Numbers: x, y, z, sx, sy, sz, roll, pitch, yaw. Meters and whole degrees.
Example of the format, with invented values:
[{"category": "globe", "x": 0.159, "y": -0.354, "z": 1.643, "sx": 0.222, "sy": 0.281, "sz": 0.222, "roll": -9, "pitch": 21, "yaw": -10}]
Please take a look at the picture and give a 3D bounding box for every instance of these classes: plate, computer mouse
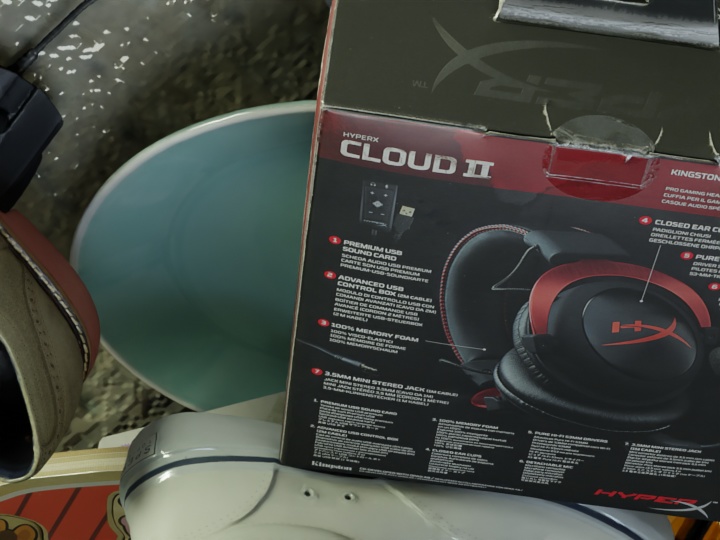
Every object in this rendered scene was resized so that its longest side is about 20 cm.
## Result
[{"category": "plate", "x": 0.000, "y": 0.000, "z": 0.726, "sx": 0.199, "sy": 0.026, "sz": 0.201, "roll": 3, "pitch": 145, "yaw": 2}, {"category": "computer mouse", "x": -0.099, "y": -0.062, "z": 0.664, "sx": 0.200, "sy": 0.034, "sz": 0.058, "roll": -41, "pitch": 127, "yaw": 22}]

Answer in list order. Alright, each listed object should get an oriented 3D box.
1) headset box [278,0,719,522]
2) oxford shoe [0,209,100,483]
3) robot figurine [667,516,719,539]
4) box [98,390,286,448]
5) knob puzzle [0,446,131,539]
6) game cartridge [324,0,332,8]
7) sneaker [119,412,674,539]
[{"category": "headset box", "x": 0.057, "y": -0.015, "z": 0.611, "sx": 0.147, "sy": 0.075, "sz": 0.201, "roll": 7, "pitch": 144, "yaw": 0}, {"category": "oxford shoe", "x": -0.153, "y": -0.017, "z": 0.625, "sx": 0.070, "sy": 0.075, "sz": 0.200, "roll": -39, "pitch": 113, "yaw": 19}, {"category": "robot figurine", "x": 0.118, "y": 0.078, "z": 0.809, "sx": 0.144, "sy": 0.058, "sz": 0.201, "roll": -19, "pitch": 142, "yaw": -39}, {"category": "box", "x": -0.005, "y": 0.064, "z": 0.760, "sx": 0.199, "sy": 0.039, "sz": 0.041, "roll": -16, "pitch": 138, "yaw": 25}, {"category": "knob puzzle", "x": -0.081, "y": 0.123, "z": 0.789, "sx": 0.218, "sy": 0.031, "sz": 0.220, "roll": 2, "pitch": 145, "yaw": 2}, {"category": "game cartridge", "x": 0.055, "y": -0.086, "z": 0.634, "sx": 0.132, "sy": 0.042, "sz": 0.200, "roll": 5, "pitch": 149, "yaw": 37}, {"category": "sneaker", "x": 0.015, "y": 0.102, "z": 0.703, "sx": 0.199, "sy": 0.071, "sz": 0.073, "roll": 9, "pitch": 141, "yaw": -17}]
